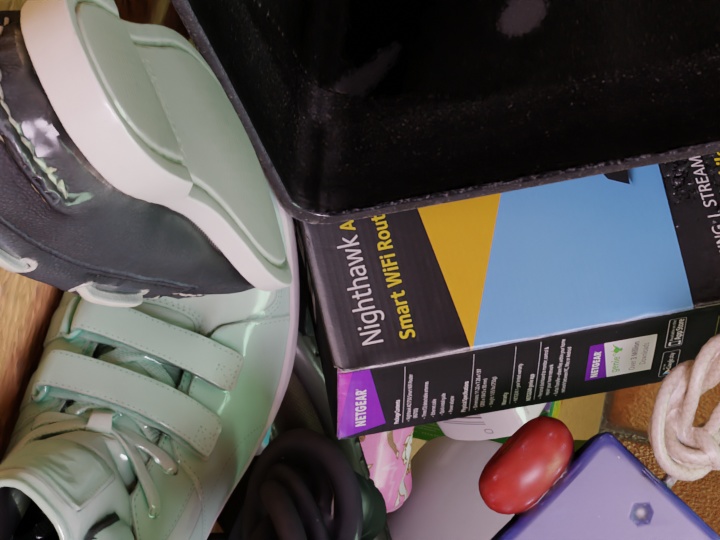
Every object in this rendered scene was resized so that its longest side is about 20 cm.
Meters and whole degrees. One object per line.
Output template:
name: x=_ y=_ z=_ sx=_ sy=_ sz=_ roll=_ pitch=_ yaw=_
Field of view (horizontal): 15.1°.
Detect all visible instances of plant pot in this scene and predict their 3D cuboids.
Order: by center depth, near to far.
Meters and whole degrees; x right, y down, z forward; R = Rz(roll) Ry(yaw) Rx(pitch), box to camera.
plant pot: x=0.047 y=-0.156 z=0.789 sx=0.200 sy=0.200 sz=0.178 roll=62 pitch=24 yaw=-50

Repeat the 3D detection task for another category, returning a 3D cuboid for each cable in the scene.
cable: x=-0.042 y=0.138 z=0.752 sx=0.200 sy=0.051 sz=0.163 roll=-63 pitch=179 yaw=-52

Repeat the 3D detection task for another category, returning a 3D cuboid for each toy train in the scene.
toy train: x=0.077 y=0.075 z=0.855 sx=0.200 sy=0.085 sz=0.116 roll=-46 pitch=-177 yaw=5

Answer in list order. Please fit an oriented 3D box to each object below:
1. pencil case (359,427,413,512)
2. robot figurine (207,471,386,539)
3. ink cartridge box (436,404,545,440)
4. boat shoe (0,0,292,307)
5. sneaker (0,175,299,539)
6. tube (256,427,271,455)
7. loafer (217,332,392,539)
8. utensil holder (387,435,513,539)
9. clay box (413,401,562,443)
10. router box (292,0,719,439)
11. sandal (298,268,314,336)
pencil case: x=0.000 y=0.000 z=1.143 sx=0.083 sy=0.086 sz=0.200 roll=-2 pitch=109 yaw=-42
robot figurine: x=-0.040 y=0.155 z=0.966 sx=0.125 sy=0.150 sz=0.200 roll=64 pitch=4 yaw=9
ink cartridge box: x=0.061 y=-0.056 z=1.099 sx=0.200 sy=0.050 sz=0.161 roll=-57 pitch=130 yaw=-37
boat shoe: x=-0.068 y=-0.027 z=0.714 sx=0.200 sy=0.060 sz=0.076 roll=43 pitch=24 yaw=-71
sneaker: x=-0.068 y=0.044 z=0.791 sx=0.118 sy=0.074 sz=0.201 roll=71 pitch=34 yaw=-81
tube: x=-0.040 y=-0.035 z=0.971 sx=0.077 sy=0.050 sz=0.200 roll=82 pitch=18 yaw=-73
loafer: x=-0.033 y=0.079 z=1.057 sx=0.073 sy=0.071 sz=0.200 roll=-109 pitch=-178 yaw=-55
utensil holder: x=0.039 y=0.196 z=1.182 sx=0.200 sy=0.170 sz=0.170 roll=-56 pitch=163 yaw=-23
clay box: x=0.066 y=0.010 z=1.457 sx=0.200 sy=0.115 sz=0.048 roll=-69 pitch=167 yaw=-45
router box: x=0.044 y=-0.051 z=0.890 sx=0.051 sy=0.149 sz=0.200 roll=90 pitch=-12 yaw=-57
sandal: x=0.031 y=-0.053 z=0.968 sx=0.201 sy=0.048 sz=0.075 roll=-59 pitch=167 yaw=-28
